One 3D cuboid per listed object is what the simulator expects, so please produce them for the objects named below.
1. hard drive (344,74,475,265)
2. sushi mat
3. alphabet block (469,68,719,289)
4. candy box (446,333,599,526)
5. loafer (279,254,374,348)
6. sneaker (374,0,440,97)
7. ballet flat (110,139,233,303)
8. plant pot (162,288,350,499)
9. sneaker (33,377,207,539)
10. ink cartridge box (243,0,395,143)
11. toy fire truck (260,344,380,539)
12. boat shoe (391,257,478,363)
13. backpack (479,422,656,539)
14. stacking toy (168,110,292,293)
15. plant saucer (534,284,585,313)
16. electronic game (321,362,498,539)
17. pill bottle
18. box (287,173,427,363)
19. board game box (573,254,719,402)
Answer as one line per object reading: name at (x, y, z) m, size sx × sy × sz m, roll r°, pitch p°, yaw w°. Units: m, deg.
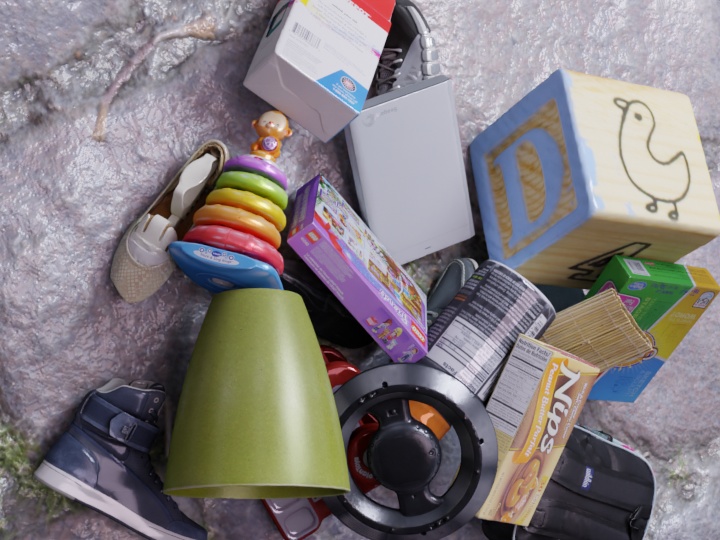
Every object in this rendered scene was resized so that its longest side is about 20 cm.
hard drive at (0.057, -0.110, 1.563) m, size 0.132 × 0.026 × 0.200 m, roll -21°, pitch 120°, yaw -17°
sushi mat at (0.231, 0.096, 1.596) m, size 0.096 × 0.200 × 0.012 m, roll 54°, pitch 25°, yaw -22°
alphabet block at (0.273, -0.099, 1.612) m, size 0.200 × 0.196 × 0.196 m, roll 5°, pitch 66°, yaw -31°
candy box at (0.181, 0.179, 1.510) m, size 0.115 × 0.055 × 0.200 m, roll 22°, pitch 92°, yaw -53°
loafer at (-0.064, 0.016, 1.522) m, size 0.200 × 0.073 × 0.072 m, roll 31°, pitch 46°, yaw -30°
sneaker at (0.031, -0.208, 1.567) m, size 0.115 × 0.075 × 0.201 m, roll -19°, pitch 101°, yaw -27°
ballet flat at (-0.201, -0.058, 1.430) m, size 0.067 × 0.062 × 0.200 m, roll 28°, pitch 69°, yaw 8°
plant pot at (-0.104, 0.125, 1.381) m, size 0.187 × 0.187 × 0.201 m, roll 8°, pitch 74°, yaw -30°
sneaker at (-0.217, 0.199, 1.419) m, size 0.202 × 0.077 × 0.146 m, roll 35°, pitch 76°, yaw -25°
ink cartridge box at (-0.040, -0.252, 1.494) m, size 0.116 × 0.067 × 0.200 m, roll 34°, pitch 47°, yaw -19°
toy fire truck at (-0.060, 0.183, 1.504) m, size 0.168 × 0.112 × 0.200 m, roll -31°, pitch 106°, yaw -7°
boat shoe at (0.083, 0.072, 1.600) m, size 0.062 × 0.073 × 0.200 m, roll 26°, pitch 83°, yaw -32°
backpack at (0.253, 0.275, 1.655) m, size 0.200 × 0.151 × 0.178 m, roll 21°, pitch 85°, yaw -22°
stacking toy at (-0.113, -0.078, 1.417) m, size 0.116 × 0.110 × 0.200 m, roll 14°, pitch 74°, yaw 9°
plant saucer at (0.196, 0.072, 1.685) m, size 0.201 × 0.039 × 0.202 m, roll 0°, pitch 90°, yaw -30°
electronic game at (0.046, 0.195, 1.442) m, size 0.199 × 0.042 × 0.201 m, roll 0°, pitch 100°, yaw 1°
pill bottle at (0.120, 0.094, 1.528) m, size 0.106 × 0.106 × 0.200 m, roll 44°, pitch 81°, yaw -23°
box at (0.000, 0.000, 1.503) m, size 0.039 × 0.137 × 0.200 m, roll -35°, pitch 110°, yaw 17°
board game box at (0.319, 0.074, 1.642) m, size 0.153 × 0.040 × 0.200 m, roll 7°, pitch 129°, yaw -32°
